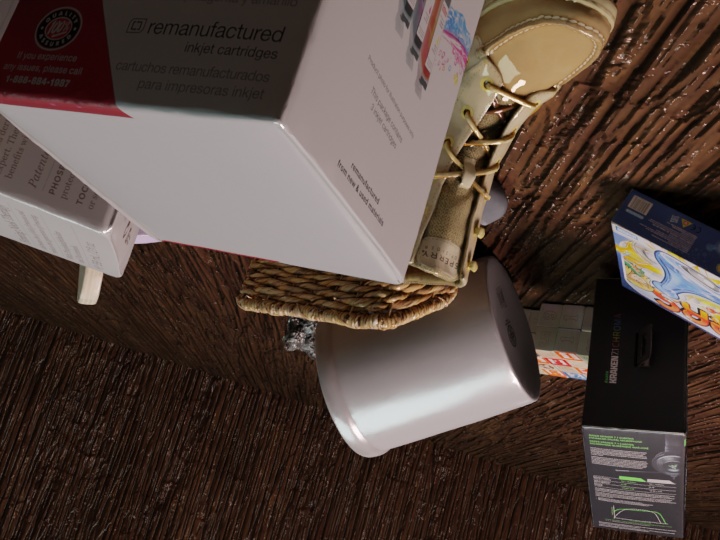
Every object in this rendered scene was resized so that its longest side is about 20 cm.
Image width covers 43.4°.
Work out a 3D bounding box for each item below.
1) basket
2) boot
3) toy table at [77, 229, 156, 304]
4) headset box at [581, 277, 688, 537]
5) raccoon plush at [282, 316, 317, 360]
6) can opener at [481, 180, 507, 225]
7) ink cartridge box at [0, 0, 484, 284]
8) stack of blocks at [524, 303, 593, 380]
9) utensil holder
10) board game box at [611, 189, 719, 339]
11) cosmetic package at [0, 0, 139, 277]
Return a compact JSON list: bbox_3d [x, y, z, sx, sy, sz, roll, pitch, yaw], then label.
[{"bbox_3d":[0.000,0.000,0.890,0.197,0.152,0.142,4,161,37],"label":"basket"},{"bbox_3d":[0.069,-0.072,0.543,0.072,0.159,0.199,22,164,-21],"label":"boot"},{"bbox_3d":[-0.252,-0.072,0.893,0.197,0.187,0.117,19,153,-20],"label":"toy table"},{"bbox_3d":[0.272,0.129,0.884,0.091,0.176,0.202,1,137,20],"label":"headset box"},{"bbox_3d":[-0.027,0.036,1.069,0.095,0.137,0.199,22,164,-18],"label":"raccoon plush"},{"bbox_3d":[0.070,-0.087,0.732,0.066,0.054,0.200,-22,152,12],"label":"can opener"},{"bbox_3d":[-0.037,-0.123,0.404,0.143,0.204,0.145,9,161,25],"label":"ink cartridge box"},{"bbox_3d":[0.249,0.087,1.092,0.197,0.060,0.115,4,160,40],"label":"stack of blocks"},{"bbox_3d":[0.075,0.093,0.973,0.197,0.173,0.170,-19,151,21],"label":"utensil holder"},{"bbox_3d":[0.298,0.021,0.719,0.198,0.035,0.136,33,171,30],"label":"board game box"},{"bbox_3d":[-0.262,-0.118,0.731,0.196,0.170,0.167,20,165,-7],"label":"cosmetic package"}]
